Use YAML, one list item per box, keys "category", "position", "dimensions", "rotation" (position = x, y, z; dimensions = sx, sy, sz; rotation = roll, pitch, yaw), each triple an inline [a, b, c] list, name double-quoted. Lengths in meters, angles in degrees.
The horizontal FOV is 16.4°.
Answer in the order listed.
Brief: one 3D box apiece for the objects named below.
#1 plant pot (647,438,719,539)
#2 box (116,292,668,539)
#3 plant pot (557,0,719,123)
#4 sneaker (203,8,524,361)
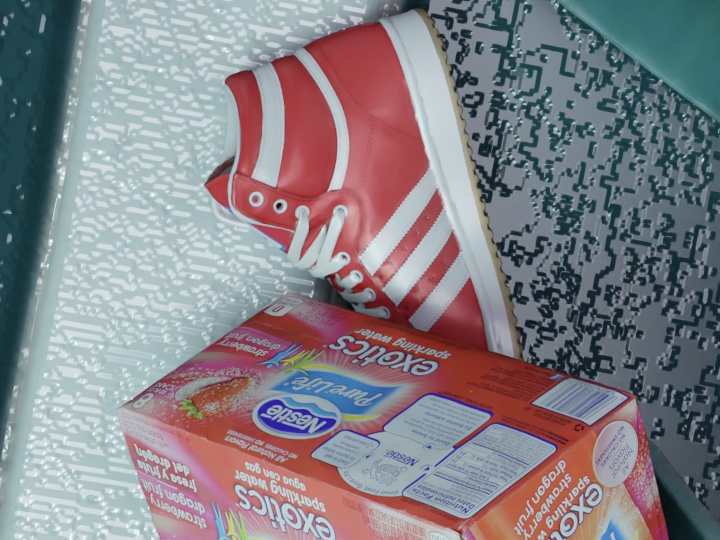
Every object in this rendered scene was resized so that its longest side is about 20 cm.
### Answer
- category: "plant pot"
  position: [0.071, 0.215, 1.030]
  dimensions: [0.195, 0.196, 0.201]
  rotation: [-16, 110, -7]
- category: "box"
  position: [0.012, 0.088, 0.960]
  dimensions: [0.100, 0.199, 0.096]
  rotation: [-33, 122, -33]
- category: "plant pot"
  position: [0.205, -0.163, 1.041]
  dimensions: [0.141, 0.141, 0.200]
  rotation: [34, 82, -10]
- category: "sneaker"
  position: [0.000, 0.000, 1.054]
  dimensions: [0.112, 0.071, 0.201]
  rotation: [-15, 90, -11]
